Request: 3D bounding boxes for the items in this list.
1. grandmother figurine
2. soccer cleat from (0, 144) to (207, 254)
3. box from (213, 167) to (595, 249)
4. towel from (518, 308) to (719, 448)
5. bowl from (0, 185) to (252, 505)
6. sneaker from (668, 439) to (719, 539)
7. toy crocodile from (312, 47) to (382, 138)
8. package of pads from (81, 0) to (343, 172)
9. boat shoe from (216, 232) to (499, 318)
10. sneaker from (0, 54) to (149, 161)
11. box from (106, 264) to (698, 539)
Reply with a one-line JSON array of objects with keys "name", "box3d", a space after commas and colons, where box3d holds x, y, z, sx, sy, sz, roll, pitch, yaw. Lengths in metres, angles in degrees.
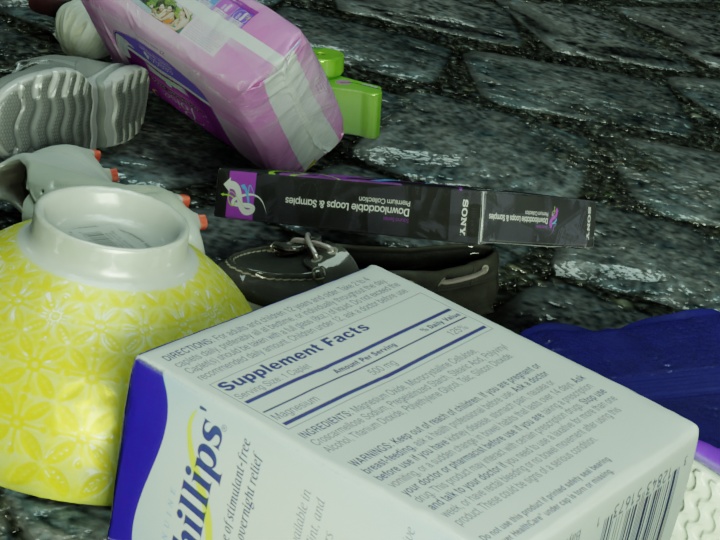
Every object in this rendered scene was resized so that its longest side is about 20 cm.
[{"name": "grandmother figurine", "box3d": [-0.220, -0.221, 1.491, 0.120, 0.061, 0.200, 1, 22, -4]}, {"name": "soccer cleat", "box3d": [-0.158, -0.026, 1.076, 0.077, 0.070, 0.199, -10, 25, -32]}, {"name": "box", "box3d": [0.029, -0.039, 1.127, 0.198, 0.037, 0.142, 9, 5, 34]}, {"name": "towel", "box3d": [0.187, 0.090, 1.006, 0.146, 0.050, 0.200, -5, 28, -19]}, {"name": "bowl", "box3d": [-0.134, 0.021, 0.920, 0.198, 0.109, 0.201, 10, 23, -4]}, {"name": "sneaker", "box3d": [0.214, 0.133, 0.875, 0.199, 0.070, 0.099, 32, 32, 13]}, {"name": "toy crocodile", "box3d": [-0.068, -0.142, 1.376, 0.199, 0.068, 0.062, 23, 30, 29]}, {"name": "package of pads", "box3d": [-0.108, -0.156, 1.296, 0.199, 0.121, 0.076, 35, 72, 31]}, {"name": "boat shoe", "box3d": [0.000, 0.000, 1.056, 0.198, 0.058, 0.067, 8, 16, -37]}, {"name": "sneaker", "box3d": [-0.219, -0.108, 1.234, 0.081, 0.076, 0.200, 12, 11, 15]}, {"name": "box", "box3d": [0.019, 0.099, 0.821, 0.199, 0.106, 0.183, 27, 27, 29]}]
